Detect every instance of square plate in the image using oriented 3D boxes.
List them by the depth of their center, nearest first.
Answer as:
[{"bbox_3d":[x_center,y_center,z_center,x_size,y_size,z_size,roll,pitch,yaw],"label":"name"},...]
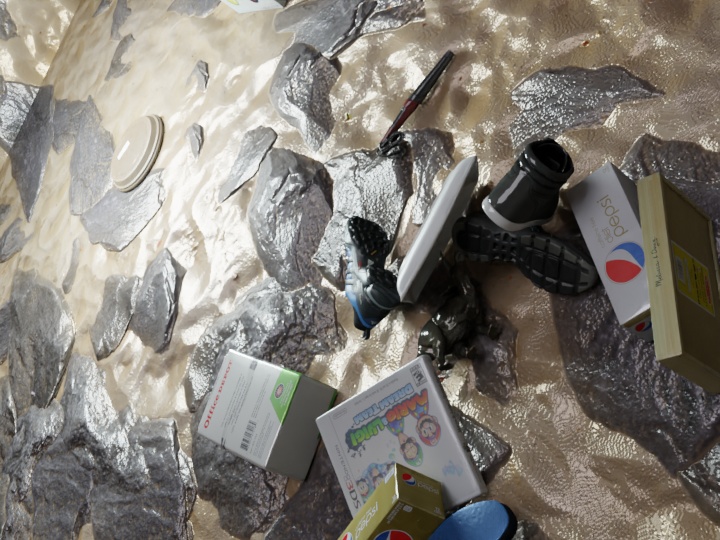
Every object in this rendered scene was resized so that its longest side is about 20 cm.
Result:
[{"bbox_3d":[0.100,-0.051,1.187,0.028,0.198,0.201,28,91,8],"label":"square plate"}]

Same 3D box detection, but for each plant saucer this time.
[{"bbox_3d":[-0.537,-0.284,2.138,0.199,0.029,0.202,-26,52,38],"label":"plant saucer"}]

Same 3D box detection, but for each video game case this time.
[{"bbox_3d":[0.046,0.233,1.147,0.199,0.024,0.183,-34,69,31],"label":"video game case"}]

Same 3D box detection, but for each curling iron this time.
[{"bbox_3d":[0.091,-0.261,1.426,0.049,0.026,0.201,33,90,30],"label":"curling iron"}]

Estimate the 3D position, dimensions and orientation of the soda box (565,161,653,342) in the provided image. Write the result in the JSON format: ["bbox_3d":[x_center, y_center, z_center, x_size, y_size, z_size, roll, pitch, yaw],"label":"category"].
[{"bbox_3d":[0.304,-0.024,1.021,0.068,0.063,0.201,-37,46,29],"label":"soda box"}]

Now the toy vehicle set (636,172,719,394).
[{"bbox_3d":[0.333,0.013,0.918,0.026,0.124,0.202,-21,54,39],"label":"toy vehicle set"}]

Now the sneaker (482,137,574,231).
[{"bbox_3d":[0.222,-0.110,1.075,0.071,0.200,0.099,47,120,11],"label":"sneaker"}]

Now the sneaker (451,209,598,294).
[{"bbox_3d":[0.212,-0.036,1.120,0.199,0.079,0.076,25,132,33],"label":"sneaker"}]

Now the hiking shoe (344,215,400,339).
[{"bbox_3d":[0.000,0.000,1.329,0.087,0.074,0.201,-54,30,32],"label":"hiking shoe"}]

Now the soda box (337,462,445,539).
[{"bbox_3d":[0.022,0.333,1.096,0.201,0.067,0.064,-57,17,25],"label":"soda box"}]

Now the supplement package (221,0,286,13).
[{"bbox_3d":[-0.260,-0.666,1.903,0.190,0.199,0.148,13,80,51],"label":"supplement package"}]

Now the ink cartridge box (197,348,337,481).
[{"bbox_3d":[-0.146,0.217,1.374,0.199,0.084,0.147,11,77,50],"label":"ink cartridge box"}]

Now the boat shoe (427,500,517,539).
[{"bbox_3d":[0.109,0.338,1.038,0.200,0.068,0.085,-44,34,22],"label":"boat shoe"}]

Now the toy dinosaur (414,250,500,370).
[{"bbox_3d":[0.118,0.078,1.181,0.201,0.076,0.102,-64,25,7],"label":"toy dinosaur"}]
